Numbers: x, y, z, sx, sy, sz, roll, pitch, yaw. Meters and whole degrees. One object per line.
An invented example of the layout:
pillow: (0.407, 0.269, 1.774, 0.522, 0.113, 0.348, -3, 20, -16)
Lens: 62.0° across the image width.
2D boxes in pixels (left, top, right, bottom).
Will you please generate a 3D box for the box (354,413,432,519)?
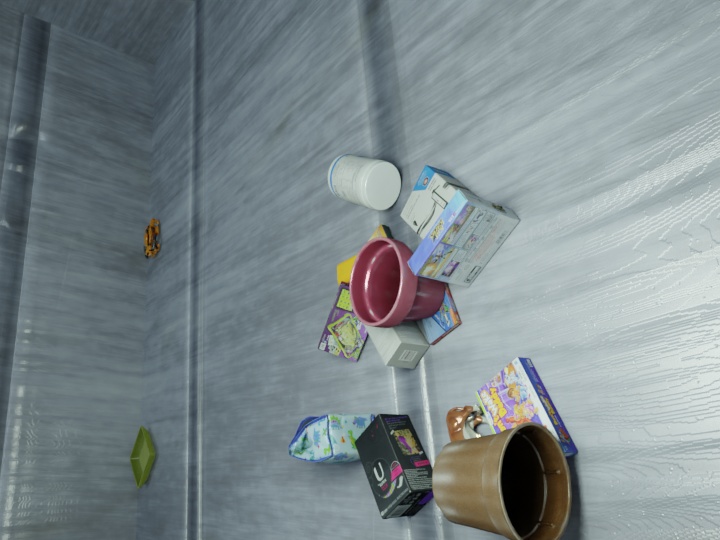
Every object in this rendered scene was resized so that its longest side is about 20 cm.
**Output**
box: (0.083, 0.460, 1.420, 0.123, 0.104, 0.203, -53, 44, 29)

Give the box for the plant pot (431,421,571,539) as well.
plant pot: (0.246, 0.387, 1.096, 0.196, 0.196, 0.207, -21, 65, 51)

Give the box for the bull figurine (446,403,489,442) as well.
bull figurine: (0.238, 0.386, 1.271, 0.120, 0.064, 0.206, -32, 62, 36)

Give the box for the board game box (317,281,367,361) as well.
board game box: (-0.031, 0.141, 1.628, 0.032, 0.117, 0.205, -84, 15, -70)

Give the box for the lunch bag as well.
lunch bag: (-0.074, 0.448, 1.576, 0.199, 0.166, 0.131, -37, 54, 43)

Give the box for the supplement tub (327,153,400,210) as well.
supplement tub: (0.007, -0.249, 1.671, 0.198, 0.129, 0.136, 24, 100, 51)

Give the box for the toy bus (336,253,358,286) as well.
toy bus: (0.000, 0.000, 1.611, 0.198, 0.077, 0.067, -26, 62, 48)

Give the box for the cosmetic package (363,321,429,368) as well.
cosmetic package: (0.077, 0.140, 1.507, 0.091, 0.105, 0.202, -58, 41, 25)

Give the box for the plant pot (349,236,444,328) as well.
plant pot: (0.097, 0.038, 1.414, 0.197, 0.175, 0.207, -18, 67, 49)

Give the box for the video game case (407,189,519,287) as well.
video game case: (0.224, -0.064, 1.302, 0.202, 0.178, 0.046, -56, 44, 26)

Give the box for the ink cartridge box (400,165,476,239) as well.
ink cartridge box: (0.201, -0.135, 1.429, 0.201, 0.083, 0.149, 50, 120, 46)

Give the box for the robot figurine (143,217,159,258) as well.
robot figurine: (-1.094, -0.163, 3.146, 0.144, 0.057, 0.205, -39, 52, 41)

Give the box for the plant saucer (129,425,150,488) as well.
plant saucer: (-1.010, 0.868, 2.795, 0.200, 0.047, 0.205, 43, 115, 48)

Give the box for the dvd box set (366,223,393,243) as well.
dvd box set: (0.036, -0.005, 1.655, 0.201, 0.029, 0.149, -52, 45, 32)

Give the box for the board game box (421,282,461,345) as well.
board game box: (0.177, 0.066, 1.464, 0.103, 0.019, 0.205, -44, 49, 39)

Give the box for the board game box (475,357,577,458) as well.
board game box: (0.324, 0.298, 1.194, 0.135, 0.044, 0.204, -49, 47, 33)
